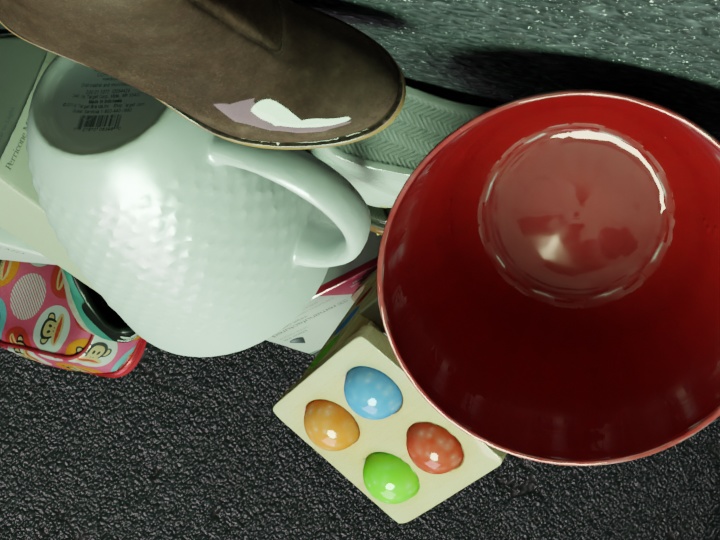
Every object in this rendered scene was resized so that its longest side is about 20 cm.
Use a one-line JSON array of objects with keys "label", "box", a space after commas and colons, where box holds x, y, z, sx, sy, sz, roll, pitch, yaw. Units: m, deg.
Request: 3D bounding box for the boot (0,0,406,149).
[{"label": "boot", "box": [-0.076, -0.108, 0.706, 0.199, 0.073, 0.166, 16, 177, 1]}]

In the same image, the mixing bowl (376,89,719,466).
[{"label": "mixing bowl", "box": [0.112, -0.012, 0.844, 0.200, 0.201, 0.108, 12, -157, 1]}]

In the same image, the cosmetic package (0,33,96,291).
[{"label": "cosmetic package", "box": [-0.174, -0.058, 1.051, 0.073, 0.104, 0.200, 5, 157, 37]}]

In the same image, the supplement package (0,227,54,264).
[{"label": "supplement package", "box": [-0.300, -0.075, 1.309, 0.121, 0.120, 0.200, 17, 173, -34]}]

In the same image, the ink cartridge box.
[{"label": "ink cartridge box", "box": [0.000, 0.000, 1.282, 0.145, 0.085, 0.200, -27, 160, 18]}]

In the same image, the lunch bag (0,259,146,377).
[{"label": "lunch bag", "box": [-0.227, -0.013, 1.389, 0.176, 0.201, 0.082, 8, 169, 43]}]

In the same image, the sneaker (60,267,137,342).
[{"label": "sneaker", "box": [-0.204, -0.040, 1.202, 0.071, 0.200, 0.080, -27, -164, -22]}]

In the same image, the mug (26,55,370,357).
[{"label": "mug", "box": [-0.087, -0.048, 0.914, 0.199, 0.148, 0.175, 13, 156, 25]}]

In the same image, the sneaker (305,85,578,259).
[{"label": "sneaker", "box": [0.060, -0.060, 0.956, 0.200, 0.074, 0.116, 23, 175, -7]}]

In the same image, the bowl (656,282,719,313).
[{"label": "bowl", "box": [0.270, 0.000, 0.933, 0.200, 0.094, 0.201, 13, 175, 1]}]

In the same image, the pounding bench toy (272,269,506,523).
[{"label": "pounding bench toy", "box": [0.022, 0.088, 1.124, 0.124, 0.156, 0.200, 41, 139, -6]}]

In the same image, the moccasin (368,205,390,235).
[{"label": "moccasin", "box": [0.054, -0.047, 1.047, 0.201, 0.074, 0.078, 13, 174, 8]}]
